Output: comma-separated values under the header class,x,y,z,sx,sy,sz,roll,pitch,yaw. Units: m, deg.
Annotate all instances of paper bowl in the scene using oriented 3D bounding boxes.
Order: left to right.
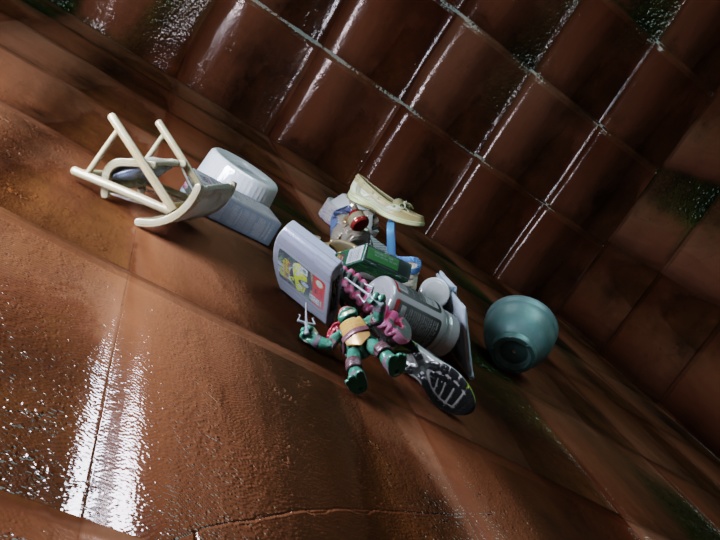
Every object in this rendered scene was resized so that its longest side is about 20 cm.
class,x,y,z,sx,sy,sz,roll,pitch,yaw
paper bowl,-0.028,-0.172,2.299,0.200,0.105,0.201,33,9,-6

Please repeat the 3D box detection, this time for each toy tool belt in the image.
class,x,y,z,sx,sy,sz,roll,pitch,yaw
toy tool belt,-0.029,-0.107,1.721,0.201,0.124,0.123,95,-28,-57

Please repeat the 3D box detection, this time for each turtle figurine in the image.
class,x,y,z,sx,sy,sz,roll,pitch,yaw
turtle figurine,-0.008,0.098,1.125,0.101,0.149,0.200,48,7,-43

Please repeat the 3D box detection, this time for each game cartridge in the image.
class,x,y,z,sx,sy,sz,roll,pitch,yaw
game cartridge,-0.092,0.005,1.223,0.133,0.041,0.201,40,-27,18

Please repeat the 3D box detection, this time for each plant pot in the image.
class,x,y,z,sx,sy,sz,roll,pitch,yaw
plant pot,0.412,0.185,1.873,0.200,0.201,0.134,34,38,1

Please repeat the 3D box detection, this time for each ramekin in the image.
class,x,y,z,sx,sy,sz,roll,pitch,yaw
ramekin,-0.289,-0.199,1.652,0.200,0.098,0.201,33,11,-7

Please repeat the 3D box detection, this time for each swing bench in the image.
class,x,y,z,sx,sy,sz,roll,pitch,yaw
swing bench,-0.346,-0.156,1.226,0.200,0.130,0.199,39,10,1

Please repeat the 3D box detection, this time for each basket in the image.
class,x,y,z,sx,sy,sz,roll,pitch,yaw
basket,0.072,-0.017,1.641,0.138,0.202,0.176,3,9,5

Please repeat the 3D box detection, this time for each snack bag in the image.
class,x,y,z,sx,sy,sz,roll,pitch,yaw
snack bag,0.216,0.120,1.607,0.021,0.190,0.200,-12,22,-7

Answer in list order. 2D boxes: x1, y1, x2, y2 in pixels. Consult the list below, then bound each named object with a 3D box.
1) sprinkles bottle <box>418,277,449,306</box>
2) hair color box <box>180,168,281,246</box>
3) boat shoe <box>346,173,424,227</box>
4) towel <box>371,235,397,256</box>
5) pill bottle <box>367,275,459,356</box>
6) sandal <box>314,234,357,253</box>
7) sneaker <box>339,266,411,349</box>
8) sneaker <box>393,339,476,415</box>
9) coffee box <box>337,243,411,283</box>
class,x,y,z,sx,sy,sz,roll,pitch,yaw
sprinkles bottle,0.156,0.076,1.638,0.068,0.068,0.200,35,-16,7
hair color box,-0.274,-0.133,1.506,0.199,0.061,0.099,27,12,-35
boat shoe,0.062,-0.156,1.617,0.200,0.064,0.073,27,12,25
towel,0.007,-0.050,1.926,0.165,0.086,0.200,37,9,9
pill bottle,0.101,0.100,1.455,0.199,0.114,0.114,28,12,-31
sandal,-0.075,-0.029,1.659,0.211,0.070,0.078,16,-33,50
sneaker,-0.005,0.078,1.280,0.200,0.095,0.079,45,28,3
sneaker,0.135,0.187,1.294,0.200,0.074,0.081,41,10,27
coffee box,0.000,0.000,1.492,0.122,0.044,0.199,24,-23,-27
